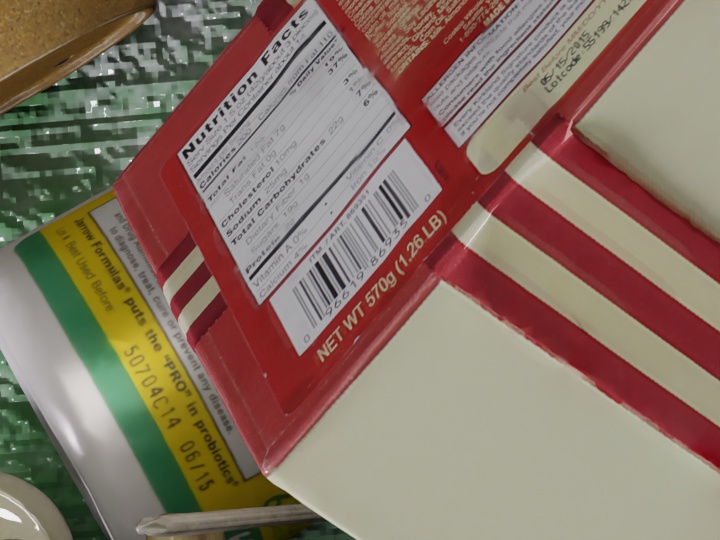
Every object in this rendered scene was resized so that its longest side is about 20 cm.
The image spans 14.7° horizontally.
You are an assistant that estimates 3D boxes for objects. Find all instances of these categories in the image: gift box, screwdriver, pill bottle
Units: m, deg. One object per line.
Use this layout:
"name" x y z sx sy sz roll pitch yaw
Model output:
"gift box" 0.071 0.013 0.652 0.186 0.200 0.185 36 104 -29
"screwdriver" 0.000 0.060 0.726 0.029 0.200 0.028 -48 67 14
"pill bottle" 0.000 0.000 0.796 0.199 0.113 0.113 -30 77 -9

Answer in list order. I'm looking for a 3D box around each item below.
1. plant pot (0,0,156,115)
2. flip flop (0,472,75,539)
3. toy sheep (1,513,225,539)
"plant pot" -0.149 -0.140 0.816 0.186 0.186 0.201 -30 92 -8
"flip flop" -0.109 0.155 0.778 0.081 0.058 0.201 0 81 0
"toy sheep" -0.081 0.128 0.697 0.199 0.138 0.139 -1 74 7
